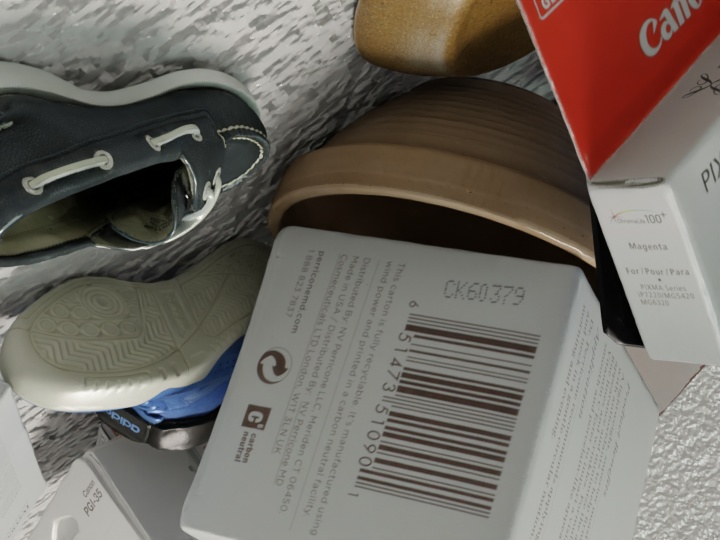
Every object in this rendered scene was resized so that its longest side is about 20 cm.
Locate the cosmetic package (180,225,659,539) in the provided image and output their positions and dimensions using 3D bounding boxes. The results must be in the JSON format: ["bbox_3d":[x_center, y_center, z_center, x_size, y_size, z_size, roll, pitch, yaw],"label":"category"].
[{"bbox_3d":[0.042,0.099,0.738,0.200,0.164,0.165,50,54,-56],"label":"cosmetic package"}]

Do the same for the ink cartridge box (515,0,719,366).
[{"bbox_3d":[0.160,-0.088,0.613,0.043,0.174,0.200,3,-143,43],"label":"ink cartridge box"}]

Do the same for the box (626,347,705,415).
[{"bbox_3d":[0.111,0.091,0.905,0.100,0.075,0.200,31,108,-33],"label":"box"}]

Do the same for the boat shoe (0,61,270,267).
[{"bbox_3d":[-0.091,-0.034,0.546,0.076,0.060,0.200,-46,163,29],"label":"boat shoe"}]

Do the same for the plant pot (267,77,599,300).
[{"bbox_3d":[0.059,-0.037,0.742,0.201,0.200,0.093,87,18,-72],"label":"plant pot"}]

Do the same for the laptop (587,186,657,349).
[{"bbox_3d":[0.155,-0.028,0.714,0.103,0.178,0.200,-3,163,3],"label":"laptop"}]

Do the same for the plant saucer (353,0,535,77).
[{"bbox_3d":[0.087,-0.152,0.659,0.200,0.035,0.200,-35,164,-11],"label":"plant saucer"}]

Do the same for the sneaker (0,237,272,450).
[{"bbox_3d":[-0.114,0.055,0.727,0.200,0.077,0.111,-27,153,-57],"label":"sneaker"}]

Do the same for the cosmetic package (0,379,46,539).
[{"bbox_3d":[-0.220,0.150,0.646,0.200,0.052,0.151,-61,171,-25],"label":"cosmetic package"}]

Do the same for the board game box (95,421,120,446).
[{"bbox_3d":[-0.089,0.091,0.973,0.200,0.035,0.126,-30,163,-26],"label":"board game box"}]

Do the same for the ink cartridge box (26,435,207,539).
[{"bbox_3d":[-0.092,0.141,0.889,0.200,0.083,0.147,-23,159,-42],"label":"ink cartridge box"}]

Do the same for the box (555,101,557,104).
[{"bbox_3d":[0.128,-0.057,1.030,0.136,0.038,0.200,-38,165,-1],"label":"box"}]
